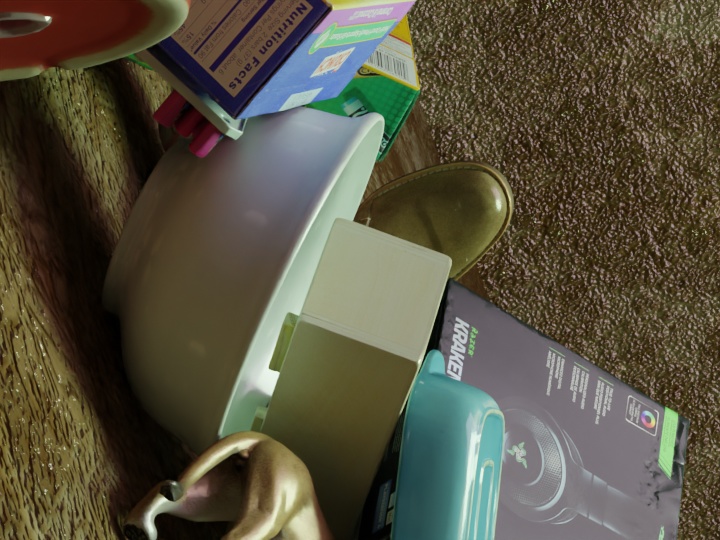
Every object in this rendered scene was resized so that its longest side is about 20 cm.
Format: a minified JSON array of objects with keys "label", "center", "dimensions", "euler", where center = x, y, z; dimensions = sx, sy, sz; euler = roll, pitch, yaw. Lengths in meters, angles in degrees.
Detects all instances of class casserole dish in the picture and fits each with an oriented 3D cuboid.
[{"label":"casserole dish","center":[0.042,0.142,1.199],"dimensions":[0.121,0.039,0.201],"euler":[17,80,-78]}]

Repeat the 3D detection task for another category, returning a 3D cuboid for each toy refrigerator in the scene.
[{"label":"toy refrigerator","center":[-0.018,0.072,1.220],"dimensions":[0.200,0.070,0.076],"euler":[111,-1,-47]}]

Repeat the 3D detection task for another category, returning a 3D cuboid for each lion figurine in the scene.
[{"label":"lion figurine","center":[-0.037,0.139,1.160],"dimensions":[0.123,0.072,0.201],"euler":[-53,140,-39]}]

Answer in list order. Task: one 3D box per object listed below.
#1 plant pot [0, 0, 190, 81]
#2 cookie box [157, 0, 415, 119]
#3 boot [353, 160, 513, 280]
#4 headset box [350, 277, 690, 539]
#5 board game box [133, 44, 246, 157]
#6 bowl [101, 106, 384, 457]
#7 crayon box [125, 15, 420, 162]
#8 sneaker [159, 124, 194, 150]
[{"label":"plant pot","center":[-0.145,-0.175,0.915],"dimensions":[0.200,0.199,0.178],"euler":[35,47,-77]},{"label":"cookie box","center":[-0.083,-0.170,1.161],"dimensions":[0.200,0.075,0.171],"euler":[44,15,5]},{"label":"boot","center":[0.000,0.000,1.417],"dimensions":[0.074,0.199,0.075],"euler":[62,10,-5]},{"label":"headset box","center":[0.089,0.135,1.373],"dimensions":[0.200,0.093,0.175],"euler":[31,49,-22]},{"label":"board game box","center":[-0.132,-0.152,1.188],"dimensions":[0.200,0.026,0.200],"euler":[42,15,-12]},{"label":"bowl","center":[-0.069,-0.005,1.202],"dimensions":[0.201,0.090,0.202],"euler":[24,90,-85]},{"label":"crayon box","center":[-0.068,-0.148,1.388],"dimensions":[0.199,0.058,0.119],"euler":[22,29,-17]},{"label":"sneaker","center":[-0.081,-0.060,1.397],"dimensions":[0.200,0.075,0.105],"euler":[-98,170,-81]}]
